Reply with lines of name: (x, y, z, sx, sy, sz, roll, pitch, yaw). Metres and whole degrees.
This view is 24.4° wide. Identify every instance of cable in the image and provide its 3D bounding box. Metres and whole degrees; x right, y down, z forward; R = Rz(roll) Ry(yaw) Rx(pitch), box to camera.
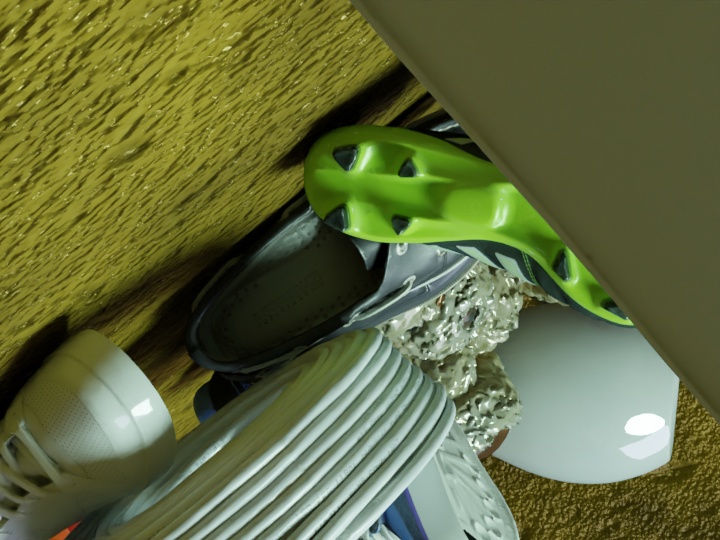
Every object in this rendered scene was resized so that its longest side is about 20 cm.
cable: (-0.051, 0.103, 0.774, 0.200, 0.069, 0.200, -39, -175, -10)

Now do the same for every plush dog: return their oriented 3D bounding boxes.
plush dog: (0.042, 0.005, 1.016, 0.200, 0.160, 0.172, -56, 153, 6)

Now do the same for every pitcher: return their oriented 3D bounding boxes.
pitcher: (0.118, 0.057, 1.144, 0.121, 0.200, 0.172, 70, 29, -62)

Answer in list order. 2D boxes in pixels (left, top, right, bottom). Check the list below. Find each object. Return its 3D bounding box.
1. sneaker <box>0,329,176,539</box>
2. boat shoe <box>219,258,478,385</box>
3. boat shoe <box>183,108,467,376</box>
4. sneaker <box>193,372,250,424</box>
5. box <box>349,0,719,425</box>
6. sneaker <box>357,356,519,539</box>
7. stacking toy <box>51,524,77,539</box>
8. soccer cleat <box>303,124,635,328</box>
sneaker: (-0.155, 0.101, 0.739, 0.116, 0.074, 0.200, -39, 175, -30)
boat shoe: (0.000, 0.000, 0.904, 0.200, 0.073, 0.063, -36, 177, 17)
boat shoe: (-0.002, -0.015, 0.818, 0.200, 0.074, 0.060, -32, 179, 7)
sneaker: (-0.025, 0.050, 1.095, 0.078, 0.070, 0.200, -42, 175, 37)
box: (0.120, -0.083, 0.469, 0.171, 0.200, 0.199, -43, 173, 15)
sneaker: (-0.006, 0.138, 0.884, 0.146, 0.081, 0.200, -41, -152, 9)
stacking toy: (-0.210, 0.179, 0.965, 0.085, 0.085, 0.200, -42, 178, 22)
soccer cleat: (0.075, -0.027, 0.727, 0.081, 0.200, 0.068, -53, 158, -69)
